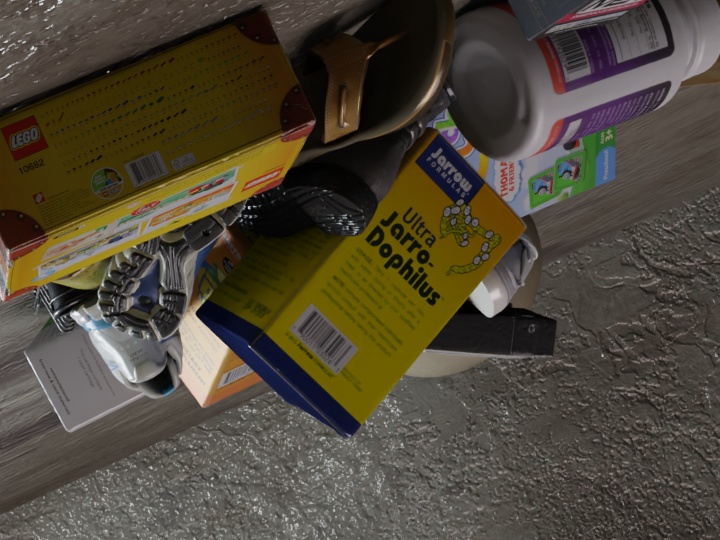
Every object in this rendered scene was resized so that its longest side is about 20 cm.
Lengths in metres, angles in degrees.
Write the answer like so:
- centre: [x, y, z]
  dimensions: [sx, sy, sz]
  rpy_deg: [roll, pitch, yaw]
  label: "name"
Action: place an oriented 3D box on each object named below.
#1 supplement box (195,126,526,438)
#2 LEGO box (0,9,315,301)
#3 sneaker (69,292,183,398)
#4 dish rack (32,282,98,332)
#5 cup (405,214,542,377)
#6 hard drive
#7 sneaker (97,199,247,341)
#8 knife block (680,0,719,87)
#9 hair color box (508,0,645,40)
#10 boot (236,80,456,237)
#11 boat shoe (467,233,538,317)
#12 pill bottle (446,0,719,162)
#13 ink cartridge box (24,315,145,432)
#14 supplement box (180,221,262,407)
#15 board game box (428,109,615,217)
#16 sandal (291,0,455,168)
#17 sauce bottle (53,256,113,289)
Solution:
- centre: [0.000, 0.000, 1.607]
  dimensions: [0.200, 0.110, 0.109]
  rpy_deg: [-50, -154, -8]
  label: "supplement box"
- centre: [-0.139, -0.066, 1.363]
  dimensions: [0.199, 0.077, 0.149]
  rpy_deg: [-24, 173, -15]
  label: "LEGO box"
- centre: [-0.164, 0.055, 1.683]
  dimensions: [0.075, 0.087, 0.200]
  rpy_deg: [-29, 179, 4]
  label: "sneaker"
- centre: [-0.187, 0.000, 1.795]
  dimensions: [0.153, 0.055, 0.200]
  rpy_deg: [-23, 173, -16]
  label: "dish rack"
- centre: [0.047, -0.021, 2.040]
  dimensions: [0.200, 0.201, 0.143]
  rpy_deg: [-27, 150, 13]
  label: "cup"
- centre: [0.048, 0.043, 1.901]
  dimensions: [0.199, 0.038, 0.140]
  rpy_deg: [5, -175, -18]
  label: "hard drive"
- centre: [-0.122, -0.049, 1.529]
  dimensions: [0.089, 0.078, 0.200]
  rpy_deg: [-78, -165, -51]
  label: "sneaker"
- centre: [0.275, -0.184, 1.783]
  dimensions: [0.200, 0.064, 0.176]
  rpy_deg: [-29, -165, 29]
  label: "knife block"
- centre: [0.190, -0.222, 1.446]
  dimensions: [0.099, 0.061, 0.200]
  rpy_deg: [-18, 169, -47]
  label: "hair color box"
- centre: [-0.025, -0.091, 1.587]
  dimensions: [0.200, 0.070, 0.132]
  rpy_deg: [11, -123, 46]
  label: "boot"
- centre: [0.109, -0.007, 1.835]
  dimensions: [0.068, 0.072, 0.200]
  rpy_deg: [-35, 176, -1]
  label: "boat shoe"
- centre: [0.164, -0.157, 1.638]
  dimensions: [0.199, 0.112, 0.111]
  rpy_deg: [-21, 172, -33]
  label: "pill bottle"
- centre: [-0.172, 0.045, 1.949]
  dimensions: [0.199, 0.085, 0.146]
  rpy_deg: [-27, -171, 6]
  label: "ink cartridge box"
- centre: [-0.092, 0.021, 1.737]
  dimensions: [0.069, 0.067, 0.200]
  rpy_deg: [-24, 157, -33]
  label: "supplement box"
- centre: [0.109, -0.107, 1.751]
  dimensions: [0.199, 0.037, 0.152]
  rpy_deg: [-22, 129, -23]
  label: "board game box"
- centre: [-0.017, -0.120, 1.463]
  dimensions: [0.200, 0.081, 0.054]
  rpy_deg: [-25, 158, 38]
  label: "sandal"
- centre: [-0.194, -0.017, 1.590]
  dimensions: [0.065, 0.065, 0.200]
  rpy_deg: [-26, 172, 4]
  label: "sauce bottle"
